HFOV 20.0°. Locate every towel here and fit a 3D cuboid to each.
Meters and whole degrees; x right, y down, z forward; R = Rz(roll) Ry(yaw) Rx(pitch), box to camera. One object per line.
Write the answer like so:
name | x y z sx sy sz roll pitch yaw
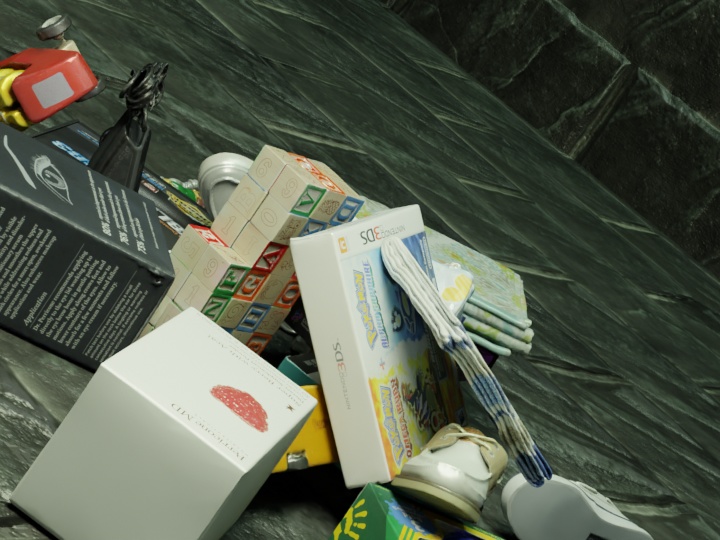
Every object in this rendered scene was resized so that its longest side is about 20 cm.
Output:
towel | 0.083 0.073 1.623 0.200 0.024 0.147 57 0 -41
towel | 0.068 0.007 1.925 0.199 0.048 0.171 27 15 -7

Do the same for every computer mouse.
computer mouse | -0.213 -0.084 1.738 0.053 0.201 0.139 14 9 -4

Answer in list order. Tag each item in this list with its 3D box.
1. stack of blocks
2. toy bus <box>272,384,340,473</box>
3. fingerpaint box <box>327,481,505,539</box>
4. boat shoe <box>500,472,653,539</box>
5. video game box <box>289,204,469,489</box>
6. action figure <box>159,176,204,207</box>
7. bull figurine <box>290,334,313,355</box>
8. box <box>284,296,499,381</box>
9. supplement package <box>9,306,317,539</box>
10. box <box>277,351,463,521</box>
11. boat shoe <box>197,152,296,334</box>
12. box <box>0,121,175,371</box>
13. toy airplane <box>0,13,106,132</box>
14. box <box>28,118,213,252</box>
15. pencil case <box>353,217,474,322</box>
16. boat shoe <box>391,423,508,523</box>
stack of blocks | -0.099 -0.003 1.686 0.059 0.200 0.115 43 16 29
toy bus | -0.063 0.124 1.587 0.200 0.078 0.065 1 80 -65
fingerpaint box | 0.090 0.259 1.523 0.200 0.073 0.167 26 16 -28
boat shoe | 0.187 0.227 1.871 0.200 0.074 0.065 36 6 -40
video game box | 0.019 0.056 1.643 0.182 0.047 0.201 -21 99 -63
action figure | -0.149 -0.058 2.054 0.200 0.055 0.118 17 26 -40
bull figurine | 0.009 0.077 1.942 0.121 0.065 0.200 33 12 11
box | 0.016 0.050 1.863 0.143 0.036 0.200 42 22 33
supplement package | -0.128 0.121 1.389 0.121 0.120 0.200 36 15 4
box | 0.012 0.150 1.744 0.200 0.049 0.082 39 14 15
boat shoe | -0.095 -0.021 1.911 0.069 0.072 0.200 -95 167 -50
box | -0.260 -0.028 1.602 0.200 0.104 0.148 28 16 -22
toy airplane | -0.325 -0.131 1.700 0.199 0.200 0.141 27 41 8
box | -0.223 -0.057 1.890 0.200 0.050 0.199 36 13 3
pencil case | 0.000 0.000 1.776 0.200 0.091 0.083 29 13 4
boat shoe | 0.073 0.153 1.581 0.075 0.069 0.200 26 -4 6
